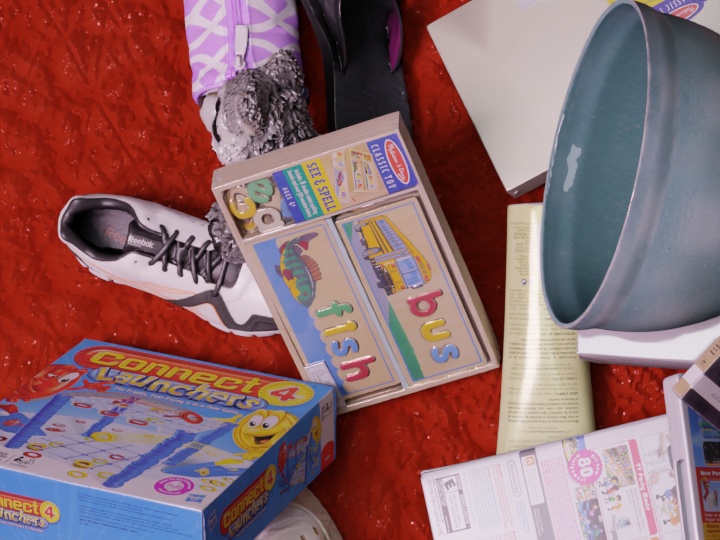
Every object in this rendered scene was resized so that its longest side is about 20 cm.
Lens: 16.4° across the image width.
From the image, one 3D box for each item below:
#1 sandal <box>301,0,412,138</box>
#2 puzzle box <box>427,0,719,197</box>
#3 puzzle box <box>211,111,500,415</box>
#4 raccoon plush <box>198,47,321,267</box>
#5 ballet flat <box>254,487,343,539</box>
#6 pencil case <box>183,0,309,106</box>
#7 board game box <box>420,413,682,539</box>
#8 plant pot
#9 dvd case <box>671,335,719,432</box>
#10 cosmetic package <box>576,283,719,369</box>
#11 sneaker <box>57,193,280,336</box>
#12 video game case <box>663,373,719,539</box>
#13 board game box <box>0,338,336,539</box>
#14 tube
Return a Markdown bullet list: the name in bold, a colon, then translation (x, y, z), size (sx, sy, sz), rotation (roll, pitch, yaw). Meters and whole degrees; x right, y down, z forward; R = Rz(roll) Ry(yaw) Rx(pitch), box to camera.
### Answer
- **sandal**: translation (0.003, -0.168, 1.707), size (0.075, 0.048, 0.201), rotation (-10, 85, -26)
- **puzzle box**: translation (0.160, -0.153, 1.676), size (0.199, 0.025, 0.133), rotation (-28, 73, 11)
- **puzzle box**: translation (0.000, 0.000, 1.646), size (0.133, 0.025, 0.200), rotation (-18, 121, 13)
- **raccoon plush**: translation (-0.017, -0.067, 1.667), size (0.199, 0.134, 0.097), rotation (14, 43, -5)
- **ballet flat**: translation (-0.030, 0.215, 1.670), size (0.067, 0.062, 0.200), rotation (-26, 77, -8)
- **pencil case**: translation (-0.087, -0.208, 1.733), size (0.084, 0.085, 0.201), rotation (-9, 80, 12)
- **board game box**: translation (0.153, 0.178, 1.600), size (0.199, 0.064, 0.148), rotation (-14, 81, 16)
- **plant pot**: translation (0.201, -0.052, 1.501), size (0.134, 0.200, 0.201), rotation (11, 85, -10)
- **dvd case**: translation (0.295, 0.033, 1.495), size (0.200, 0.149, 0.016), rotation (-49, 39, 5)
- **cosmetic package**: translation (0.239, 0.040, 1.593), size (0.199, 0.083, 0.051), rotation (4, 84, 7)
- **sneaker**: translation (-0.121, -0.005, 1.719), size (0.199, 0.080, 0.074), rotation (14, 85, 15)
- **video game case**: translation (0.257, 0.165, 1.546), size (0.017, 0.143, 0.201), rotation (-24, 67, 53)
- **board game box**: translation (-0.145, 0.122, 1.638), size (0.199, 0.196, 0.056), rotation (10, 115, 22)
- **tube**: translation (0.123, 0.055, 1.662), size (0.058, 0.052, 0.201), rotation (-4, 86, 55)
